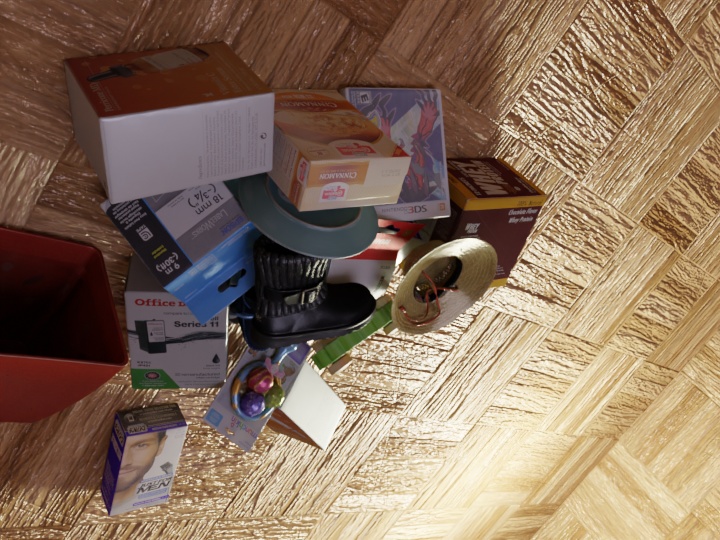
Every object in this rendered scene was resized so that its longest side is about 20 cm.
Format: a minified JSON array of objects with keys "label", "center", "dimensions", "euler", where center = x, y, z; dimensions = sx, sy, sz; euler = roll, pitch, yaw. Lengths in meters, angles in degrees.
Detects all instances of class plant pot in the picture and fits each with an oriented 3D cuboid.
[{"label":"plant pot","center":[-0.437,0.081,0.893],"dimensions":[0.199,0.201,0.176],"euler":[15,128,-46]}]

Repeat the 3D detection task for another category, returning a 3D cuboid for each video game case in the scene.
[{"label":"video game case","center":[0.057,-0.174,1.094],"dimensions":[0.181,0.023,0.202],"euler":[-9,95,-33]}]

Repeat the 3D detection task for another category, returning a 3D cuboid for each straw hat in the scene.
[{"label":"straw hat","center":[0.115,0.002,1.163],"dimensions":[0.200,0.085,0.202],"euler":[-17,136,-17]}]

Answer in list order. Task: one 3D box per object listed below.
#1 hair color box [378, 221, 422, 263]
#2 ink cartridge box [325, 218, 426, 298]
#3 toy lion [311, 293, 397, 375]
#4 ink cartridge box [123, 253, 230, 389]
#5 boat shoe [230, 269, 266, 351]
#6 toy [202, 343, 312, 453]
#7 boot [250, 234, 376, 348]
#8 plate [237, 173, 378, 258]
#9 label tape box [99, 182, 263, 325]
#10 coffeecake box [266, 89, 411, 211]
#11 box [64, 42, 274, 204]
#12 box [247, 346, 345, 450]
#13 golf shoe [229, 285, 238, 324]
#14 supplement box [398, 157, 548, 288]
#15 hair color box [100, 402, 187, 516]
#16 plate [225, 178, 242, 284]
[{"label":"hair color box","center":[-0.003,-0.056,1.173],"dimensions":[0.109,0.065,0.199],"euler":[-42,148,25]},{"label":"ink cartridge box","center":[0.000,0.000,1.119],"dimensions":[0.160,0.050,0.200],"euler":[1,146,-49]},{"label":"toy lion","center":[0.004,0.101,1.197],"dimensions":[0.199,0.069,0.192],"euler":[-34,175,-18]},{"label":"ink cartridge box","center":[-0.266,0.079,1.062],"dimensions":[0.145,0.083,0.201],"euler":[1,129,-10]},{"label":"boat shoe","center":[-0.150,0.036,1.049],"dimensions":[0.083,0.069,0.202],"euler":[-4,118,-10]},{"label":"toy","center":[-0.147,0.176,1.128],"dimensions":[0.115,0.047,0.201],"euler":[48,60,-37]},{"label":"boot","center":[-0.055,0.014,0.991],"dimensions":[0.210,0.079,0.159],"euler":[-15,128,-36]},{"label":"plate","center":[-0.064,-0.096,0.962],"dimensions":[0.199,0.201,0.026],"euler":[-8,143,-34]},{"label":"label tape box","center":[-0.216,-0.048,0.945],"dimensions":[0.144,0.201,0.063],"euler":[-38,-176,-5]},{"label":"coffeecake box","center":[-0.054,-0.166,0.956],"dimensions":[0.153,0.200,0.073],"euler":[-8,131,-34]},{"label":"box","center":[-0.221,-0.180,0.845],"dimensions":[0.199,0.152,0.107],"euler":[-17,135,-28]},{"label":"box","center":[-0.129,0.228,1.293],"dimensions":[0.098,0.124,0.200],"euler":[-63,147,-23]},{"label":"golf shoe","center":[-0.137,0.031,1.184],"dimensions":[0.199,0.078,0.095],"euler":[-17,153,-26]},{"label":"supplement box","center":[0.188,-0.081,1.285],"dimensions":[0.196,0.133,0.201],"euler":[-7,130,-35]},{"label":"hair color box","center":[-0.378,0.329,1.253],"dimensions":[0.109,0.065,0.201],"euler":[-4,126,-36]},{"label":"plate","center":[-0.170,-0.067,1.049],"dimensions":[0.198,0.026,0.201],"euler":[-8,127,-10]}]
